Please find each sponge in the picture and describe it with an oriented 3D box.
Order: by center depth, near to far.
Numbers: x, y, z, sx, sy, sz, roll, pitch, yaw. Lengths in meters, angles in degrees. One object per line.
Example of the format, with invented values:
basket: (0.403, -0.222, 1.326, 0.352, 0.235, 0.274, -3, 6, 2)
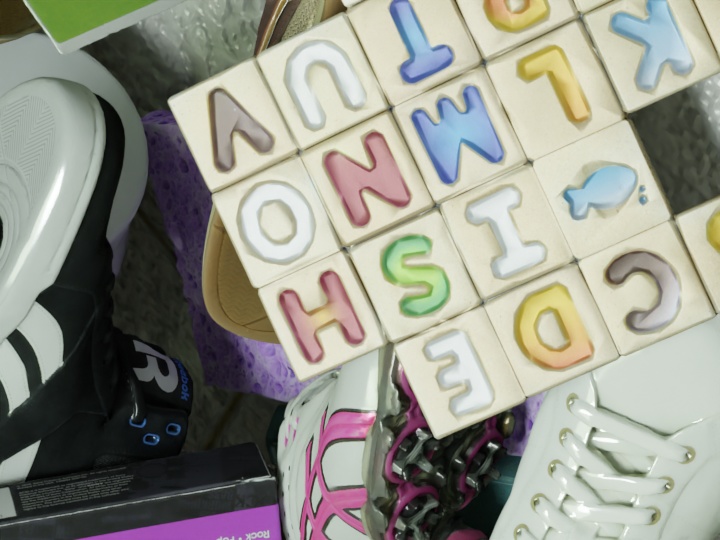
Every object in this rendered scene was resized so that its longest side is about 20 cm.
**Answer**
sponge: (0.000, 0.000, 1.042, 0.199, 0.030, 0.112, 9, 118, 47)

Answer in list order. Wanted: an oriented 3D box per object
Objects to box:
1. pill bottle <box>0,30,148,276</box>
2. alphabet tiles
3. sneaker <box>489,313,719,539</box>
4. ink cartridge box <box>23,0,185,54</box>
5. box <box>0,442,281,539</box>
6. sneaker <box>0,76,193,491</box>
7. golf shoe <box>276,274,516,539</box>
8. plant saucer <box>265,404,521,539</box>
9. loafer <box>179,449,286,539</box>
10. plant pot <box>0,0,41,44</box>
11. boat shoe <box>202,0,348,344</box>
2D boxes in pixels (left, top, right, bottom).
pill bottle: (-0.156, -0.009, 1.136, 0.115, 0.114, 0.200, 57, 151, 7)
alphabet tiles: (0.045, -0.049, 0.881, 0.199, 0.008, 0.168, -24, 93, 18)
sneaker: (0.078, 0.092, 0.939, 0.072, 0.085, 0.201, 22, 124, 8)
ink cartridge box: (-0.116, -0.156, 0.984, 0.200, 0.147, 0.076, 54, 142, 11)
box: (-0.094, 0.168, 1.039, 0.036, 0.142, 0.201, -123, 27, -65)
sneaker: (-0.099, 0.016, 1.016, 0.200, 0.111, 0.073, -59, 40, 34)
golf shoe: (0.002, 0.063, 0.990, 0.092, 0.072, 0.201, 35, 140, 28)
plant saucer: (0.035, 0.094, 1.069, 0.199, 0.019, 0.070, 7, 116, 50)
loafer: (-0.107, 0.088, 1.120, 0.199, 0.070, 0.075, 16, 150, 16)
plant pot: (-0.192, -0.153, 1.045, 0.027, 0.200, 0.200, -42, 77, 24)
boat shoe: (-0.003, -0.067, 0.959, 0.072, 0.072, 0.201, -96, 21, -55)
